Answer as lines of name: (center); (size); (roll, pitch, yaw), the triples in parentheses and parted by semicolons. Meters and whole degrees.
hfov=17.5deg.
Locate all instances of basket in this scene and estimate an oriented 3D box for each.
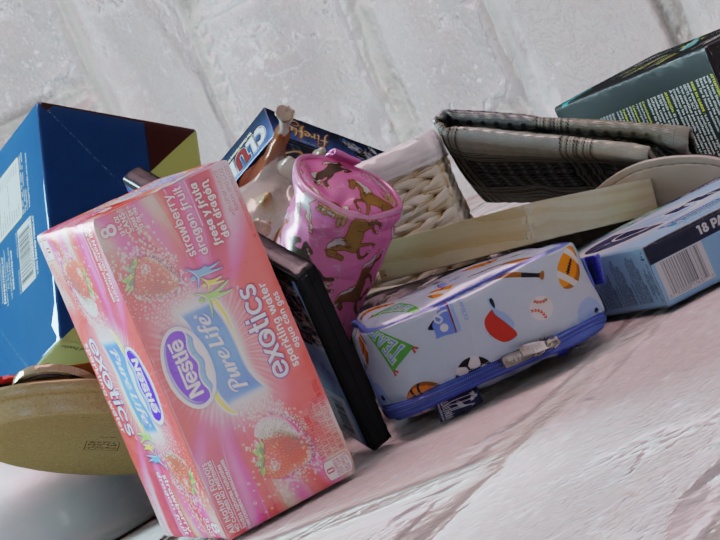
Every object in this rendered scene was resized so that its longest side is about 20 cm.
basket: (0.000, 0.000, 1.806); (0.197, 0.162, 0.200); (-24, 4, 5)

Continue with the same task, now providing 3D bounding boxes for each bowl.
bowl: (-0.234, 0.159, 1.636); (0.200, 0.091, 0.201); (-24, 4, 2)

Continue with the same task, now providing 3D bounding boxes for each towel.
towel: (0.170, -0.076, 1.805); (0.199, 0.035, 0.193); (4, -15, 15)

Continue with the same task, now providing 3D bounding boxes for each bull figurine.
bull figurine: (-0.083, -0.019, 1.618); (0.200, 0.065, 0.122); (-62, -2, -36)

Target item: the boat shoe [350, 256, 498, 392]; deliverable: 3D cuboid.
boat shoe: (0.041, 0.040, 1.642); (0.199, 0.072, 0.068); (-22, 2, -10)

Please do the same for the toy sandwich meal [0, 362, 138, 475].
toy sandwich meal: (-0.161, 0.080, 1.494); (0.204, 0.071, 0.205); (-1, -19, 0)

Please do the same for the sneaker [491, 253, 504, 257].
sneaker: (0.055, 0.007, 1.954); (0.199, 0.086, 0.078); (-24, 3, 9)

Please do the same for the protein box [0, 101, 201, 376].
protein box: (-0.212, 0.019, 1.730); (0.134, 0.199, 0.200); (9, -33, -31)

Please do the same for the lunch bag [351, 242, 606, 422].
lunch bag: (0.077, 0.035, 1.468); (0.160, 0.076, 0.200); (-23, 2, -2)

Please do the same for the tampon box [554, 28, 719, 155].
tampon box: (0.296, -0.130, 1.976); (0.150, 0.127, 0.200); (-28, 5, -36)

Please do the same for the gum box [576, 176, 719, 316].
gum box: (0.221, -0.022, 1.540); (0.169, 0.045, 0.200); (-26, 4, -19)

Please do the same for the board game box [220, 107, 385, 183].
board game box: (-0.038, -0.052, 1.948); (0.199, 0.035, 0.136); (17, -53, -38)

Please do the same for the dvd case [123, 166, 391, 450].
dvd case: (-0.066, 0.021, 1.447); (0.018, 0.143, 0.200); (-37, 38, -20)

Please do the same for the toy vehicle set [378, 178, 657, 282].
toy vehicle set: (0.112, -0.029, 1.633); (0.124, 0.027, 0.200); (-15, -1, 32)

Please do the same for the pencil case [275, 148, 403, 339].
pencil case: (-0.037, 0.021, 1.553); (0.083, 0.086, 0.201); (-11, -49, -48)

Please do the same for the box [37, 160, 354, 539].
box: (-0.096, 0.048, 1.363); (0.094, 0.201, 0.102); (-26, 8, -26)

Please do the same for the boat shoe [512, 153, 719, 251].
boat shoe: (0.203, -0.041, 1.735); (0.199, 0.073, 0.063); (-26, 3, 33)
